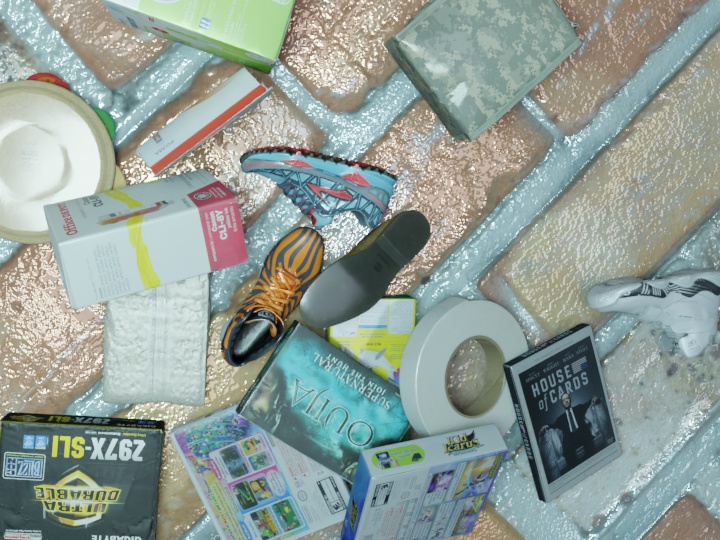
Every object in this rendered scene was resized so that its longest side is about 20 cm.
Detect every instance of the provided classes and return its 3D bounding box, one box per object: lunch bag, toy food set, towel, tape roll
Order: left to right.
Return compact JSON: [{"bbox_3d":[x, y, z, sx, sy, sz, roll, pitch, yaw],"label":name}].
[{"bbox_3d":[-0.389,-0.132,1.005,0.199,0.049,0.199,-13,98,-8],"label":"toy food set"},{"bbox_3d":[-0.257,0.071,1.059,0.132,0.034,0.201,3,95,-8],"label":"towel"},{"bbox_3d":[0.139,0.135,1.094,0.202,0.037,0.204,-3,96,-34],"label":"tape roll"},{"bbox_3d":[0.156,-0.287,1.047,0.200,0.118,0.164,-40,100,1],"label":"lunch bag"}]

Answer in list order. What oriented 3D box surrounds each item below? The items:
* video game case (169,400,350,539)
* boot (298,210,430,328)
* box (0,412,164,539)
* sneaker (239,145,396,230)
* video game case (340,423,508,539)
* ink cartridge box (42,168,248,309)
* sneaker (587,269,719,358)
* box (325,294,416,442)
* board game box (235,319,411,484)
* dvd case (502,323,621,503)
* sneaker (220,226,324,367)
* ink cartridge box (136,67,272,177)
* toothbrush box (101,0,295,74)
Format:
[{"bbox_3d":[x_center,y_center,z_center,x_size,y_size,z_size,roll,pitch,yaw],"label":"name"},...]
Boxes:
[{"bbox_3d":[-0.124,0.262,1.091,0.181,0.024,0.201,-22,102,5],"label":"video game case"},{"bbox_3d":[0.000,0.000,1.065,0.200,0.075,0.074,-40,105,-14],"label":"boot"},{"bbox_3d":[-0.353,0.266,1.058,0.199,0.049,0.160,6,94,-10],"label":"box"},{"bbox_3d":[-0.056,-0.099,1.052,0.199,0.079,0.096,12,96,-11],"label":"sneaker"},{"bbox_3d":[0.076,0.285,1.067,0.181,0.046,0.200,-7,135,-19],"label":"video game case"},{"bbox_3d":[-0.248,-0.042,0.964,0.199,0.145,0.084,-17,117,-20],"label":"ink cartridge box"},{"bbox_3d":[0.410,0.064,1.153,0.199,0.075,0.115,-7,95,-12],"label":"sneaker"},{"bbox_3d":[0.011,0.132,1.107,0.117,0.048,0.201,1,95,-10],"label":"box"},{"bbox_3d":[-0.037,0.172,1.053,0.200,0.028,0.136,35,84,-17],"label":"board game box"},{"bbox_3d":[0.278,0.192,1.145,0.150,0.025,0.201,-23,103,-27],"label":"dvd case"},{"bbox_3d":[-0.102,0.039,1.042,0.077,0.112,0.200,31,91,-12],"label":"sneaker"},{"bbox_3d":[-0.183,-0.171,0.958,0.162,0.200,0.050,-38,101,-4],"label":"ink cartridge box"},{"bbox_3d":[-0.184,-0.305,0.971,0.199,0.146,0.086,18,94,-12],"label":"toothbrush box"}]
